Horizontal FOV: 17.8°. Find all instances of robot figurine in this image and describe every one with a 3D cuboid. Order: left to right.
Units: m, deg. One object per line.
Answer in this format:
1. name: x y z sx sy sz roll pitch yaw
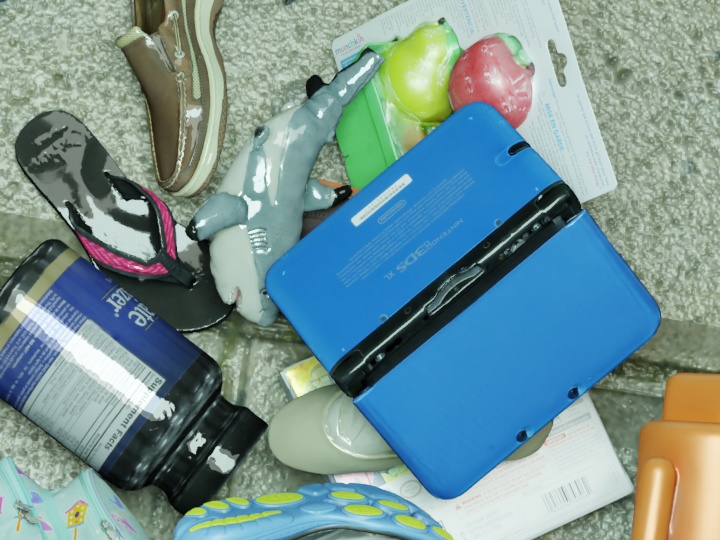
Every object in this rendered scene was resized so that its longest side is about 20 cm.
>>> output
1. robot figurine: 0.250 0.174 1.616 0.116 0.144 0.201 4 84 8

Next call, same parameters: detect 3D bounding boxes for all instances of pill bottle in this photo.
1. pill bottle: -0.167 0.079 1.577 0.200 0.112 0.112 38 77 -1

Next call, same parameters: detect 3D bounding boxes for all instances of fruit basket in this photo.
1. fruit basket: 0.078 -0.112 1.614 0.200 0.094 0.186 -23 81 33

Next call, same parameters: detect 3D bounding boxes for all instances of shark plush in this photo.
1. shark plush: -0.045 -0.064 1.603 0.083 0.091 0.200 33 77 1

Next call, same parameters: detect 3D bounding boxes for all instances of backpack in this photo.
1. backpack: -0.203 0.217 1.504 0.153 0.176 0.200 -38 47 -12

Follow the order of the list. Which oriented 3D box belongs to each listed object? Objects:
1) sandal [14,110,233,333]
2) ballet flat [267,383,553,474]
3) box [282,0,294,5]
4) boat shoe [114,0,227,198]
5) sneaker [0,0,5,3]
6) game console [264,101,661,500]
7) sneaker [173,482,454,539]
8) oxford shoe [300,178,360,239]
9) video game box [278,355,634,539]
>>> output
1. sandal: -0.170 -0.033 1.630 0.075 0.045 0.200 -43 88 -14
2. ballet flat: 0.037 0.100 1.580 0.199 0.069 0.070 -5 81 -9
3. box: -0.046 -0.321 1.702 0.156 0.041 0.200 -34 87 -12
4. boat shoe: -0.143 -0.152 1.636 0.075 0.075 0.203 11 67 -32
5. sneaker: -0.278 -0.216 1.627 0.200 0.085 0.075 -38 87 -12
6. game console: 0.067 0.019 1.543 0.200 0.118 0.171 -39 51 0
7. sneaker: -0.033 0.193 1.554 0.199 0.071 0.083 -4 110 -21
8. oxford shoe: 0.000 0.000 1.605 0.200 0.071 0.073 31 51 26
9. video game box: 0.067 0.116 1.638 0.199 0.047 0.183 -23 86 -11
